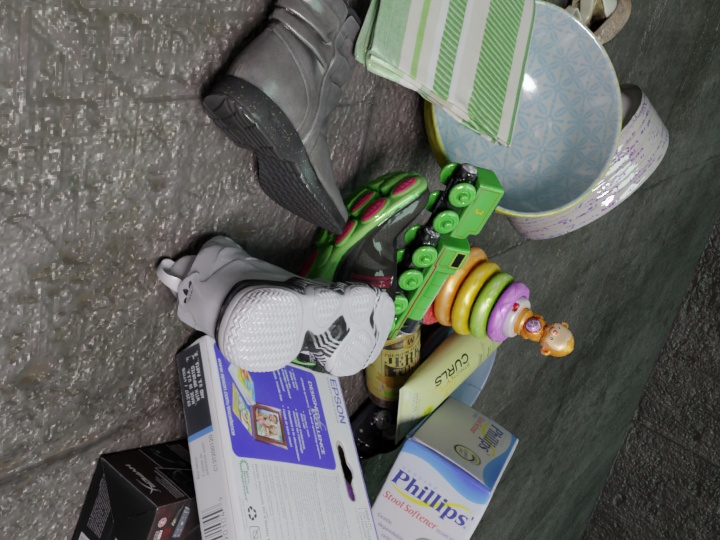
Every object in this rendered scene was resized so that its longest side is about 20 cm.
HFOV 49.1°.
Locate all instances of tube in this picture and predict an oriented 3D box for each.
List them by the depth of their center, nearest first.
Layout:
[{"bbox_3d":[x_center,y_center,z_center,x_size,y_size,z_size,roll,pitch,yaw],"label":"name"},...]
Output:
[{"bbox_3d":[0.097,0.112,0.887,0.199,0.052,0.058,-35,97,-44],"label":"tube"}]

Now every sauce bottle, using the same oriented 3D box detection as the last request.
[{"bbox_3d":[0.033,0.065,0.845,0.065,0.064,0.202,-41,144,-32],"label":"sauce bottle"}]

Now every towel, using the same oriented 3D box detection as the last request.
[{"bbox_3d":[0.079,-0.201,0.641,0.199,0.023,0.155,18,82,-46],"label":"towel"}]

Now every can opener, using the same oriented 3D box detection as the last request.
[{"bbox_3d":[0.063,0.146,0.946,0.200,0.064,0.079,-42,-173,-16],"label":"can opener"}]

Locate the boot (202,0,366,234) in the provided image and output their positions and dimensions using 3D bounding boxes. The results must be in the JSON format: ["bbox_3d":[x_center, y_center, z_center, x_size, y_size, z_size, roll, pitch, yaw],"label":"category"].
[{"bbox_3d":[-0.029,-0.121,0.595,0.133,0.069,0.200,-61,157,-15],"label":"boot"}]

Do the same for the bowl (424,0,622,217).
[{"bbox_3d":[0.141,-0.149,0.773,0.201,0.199,0.108,-56,-167,-10],"label":"bowl"}]

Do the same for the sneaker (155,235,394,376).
[{"bbox_3d":[-0.060,0.024,0.605,0.199,0.114,0.076,8,108,-56],"label":"sneaker"}]

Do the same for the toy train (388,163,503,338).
[{"bbox_3d":[0.064,-0.012,0.718,0.056,0.042,0.201,10,130,-24],"label":"toy train"}]

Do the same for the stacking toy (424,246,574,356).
[{"bbox_3d":[0.141,0.038,0.855,0.116,0.199,0.110,-46,148,-23],"label":"stacking toy"}]

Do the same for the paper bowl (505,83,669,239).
[{"bbox_3d":[0.232,-0.138,0.887,0.201,0.200,0.105,-47,108,-25],"label":"paper bowl"}]

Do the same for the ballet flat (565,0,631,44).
[{"bbox_3d":[0.254,-0.284,0.908,0.200,0.068,0.068,-50,146,-23],"label":"ballet flat"}]

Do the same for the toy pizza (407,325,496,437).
[{"bbox_3d":[0.114,0.137,1.058,0.199,0.032,0.202,-29,134,-36],"label":"toy pizza"}]

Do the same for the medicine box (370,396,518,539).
[{"bbox_3d":[0.076,0.266,0.872,0.202,0.102,0.182,-65,165,13],"label":"medicine box"}]

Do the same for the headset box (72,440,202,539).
[{"bbox_3d":[-0.147,0.228,0.680,0.199,0.077,0.150,7,108,-58],"label":"headset box"}]

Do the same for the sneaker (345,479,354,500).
[{"bbox_3d":[-0.036,0.243,0.859,0.081,0.088,0.201,-46,146,-23],"label":"sneaker"}]

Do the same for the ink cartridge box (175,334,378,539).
[{"bbox_3d":[-0.062,0.170,0.656,0.043,0.200,0.199,-27,152,23],"label":"ink cartridge box"}]

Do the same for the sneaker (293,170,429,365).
[{"bbox_3d":[0.000,0.000,0.691,0.083,0.077,0.201,28,109,-25],"label":"sneaker"}]
